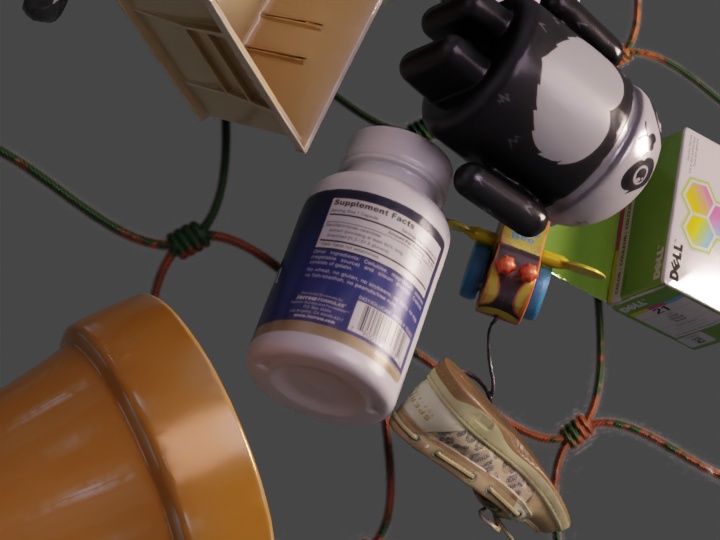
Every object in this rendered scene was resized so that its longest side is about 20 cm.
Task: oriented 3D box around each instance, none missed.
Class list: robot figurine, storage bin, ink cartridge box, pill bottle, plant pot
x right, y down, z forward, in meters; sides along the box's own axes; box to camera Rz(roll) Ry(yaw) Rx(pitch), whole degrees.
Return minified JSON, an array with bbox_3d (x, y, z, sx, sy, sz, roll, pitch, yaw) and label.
[{"bbox_3d":[0.127,-0.118,1.425,0.200,0.150,0.125,36,14,-22],"label":"robot figurine"},{"bbox_3d":[-0.067,-0.226,1.367,0.200,0.093,0.199,-64,151,-20],"label":"storage bin"},{"bbox_3d":[0.232,-0.044,1.594,0.200,0.076,0.148,25,62,-26],"label":"ink cartridge box"},{"bbox_3d":[0.000,0.000,1.405,0.111,0.111,0.200,32,60,-21],"label":"pill bottle"},{"bbox_3d":[-0.178,0.140,1.205,0.183,0.200,0.201,-22,88,-21],"label":"plant pot"}]

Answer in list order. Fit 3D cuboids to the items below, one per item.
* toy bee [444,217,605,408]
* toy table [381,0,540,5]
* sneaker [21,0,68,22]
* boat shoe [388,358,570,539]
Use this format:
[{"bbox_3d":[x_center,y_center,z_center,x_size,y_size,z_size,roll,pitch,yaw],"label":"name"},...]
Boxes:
[{"bbox_3d":[0.121,0.001,1.475,0.130,0.109,0.201,0,64,-10],"label":"toy bee"},{"bbox_3d":[0.080,-0.250,1.534,0.183,0.117,0.201,-9,81,-36],"label":"toy table"},{"bbox_3d":[-0.232,-0.264,1.369,0.080,0.074,0.201,5,67,-20],"label":"sneaker"},{"bbox_3d":[0.089,0.138,1.433,0.063,0.073,0.200,-38,129,3],"label":"boat shoe"}]
